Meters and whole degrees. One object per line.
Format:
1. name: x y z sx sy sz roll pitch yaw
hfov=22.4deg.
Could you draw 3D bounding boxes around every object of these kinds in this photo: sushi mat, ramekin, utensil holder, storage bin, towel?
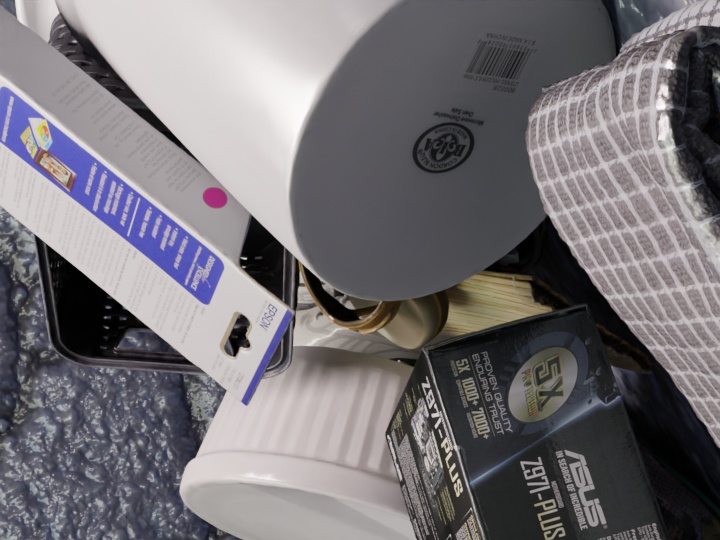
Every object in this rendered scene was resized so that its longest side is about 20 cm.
1. sushi mat: 0.065 0.020 0.982 0.096 0.012 0.200 32 168 -29
2. ramekin: -0.002 0.119 1.109 0.202 0.094 0.202 14 159 5
3. utensil holder: -0.015 -0.105 0.771 0.200 0.170 0.170 47 165 40
4. storage bin: -0.098 -0.037 0.969 0.200 0.135 0.094 95 180 -53
5. towel: 0.142 0.008 0.606 0.200 0.086 0.166 58 170 -3

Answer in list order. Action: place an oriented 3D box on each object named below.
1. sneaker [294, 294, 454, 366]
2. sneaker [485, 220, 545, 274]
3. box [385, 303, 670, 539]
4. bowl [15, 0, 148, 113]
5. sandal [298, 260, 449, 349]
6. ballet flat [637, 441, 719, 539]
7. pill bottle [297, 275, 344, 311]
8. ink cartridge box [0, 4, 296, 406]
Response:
1. sneaker: 0.013 0.033 1.149 0.200 0.075 0.081 0 120 32
2. sneaker: 0.066 -0.038 0.927 0.082 0.077 0.200 31 171 -3
3. box: 0.087 0.141 0.892 0.164 0.086 0.200 105 150 -69
4. bowl: -0.093 -0.167 1.005 0.090 0.201 0.201 11 144 28
5. sandal: 0.000 0.000 0.917 0.080 0.054 0.200 42 170 12
6. ballet flat: 0.125 0.106 1.013 0.200 0.072 0.072 48 166 42
7. pill bottle: -0.035 -0.032 1.216 0.116 0.116 0.200 54 168 19
8. ink cartridge box: -0.109 -0.030 0.818 0.200 0.037 0.095 40 147 7
